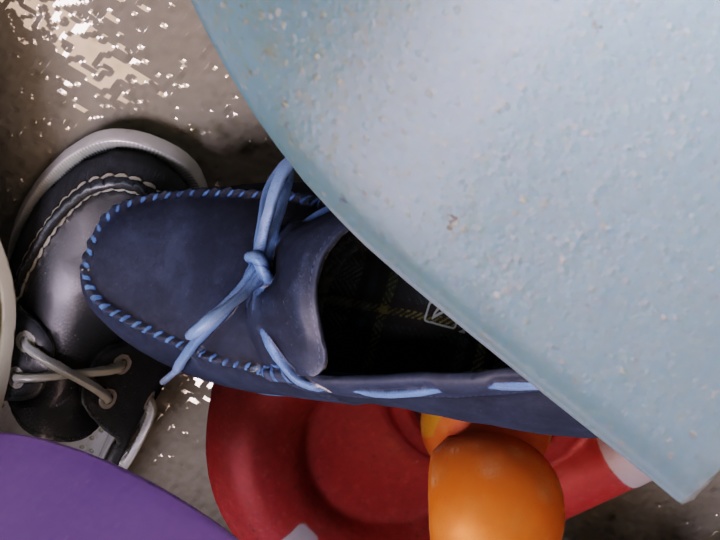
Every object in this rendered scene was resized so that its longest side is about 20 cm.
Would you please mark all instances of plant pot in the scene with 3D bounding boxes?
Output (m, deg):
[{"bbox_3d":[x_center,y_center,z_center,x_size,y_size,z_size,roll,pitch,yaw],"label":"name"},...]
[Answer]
[{"bbox_3d":[0.067,-0.105,0.572,0.200,0.196,0.196,32,126,-1],"label":"plant pot"}]

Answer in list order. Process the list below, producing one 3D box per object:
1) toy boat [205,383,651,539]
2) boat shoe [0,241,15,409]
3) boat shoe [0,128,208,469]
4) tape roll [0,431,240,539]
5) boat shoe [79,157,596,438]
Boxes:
[{"bbox_3d":[0.040,0.053,0.727,0.200,0.131,0.131,-29,119,25],"label":"toy boat"},{"bbox_3d":[-0.159,-0.010,0.726,0.072,0.068,0.200,-16,120,-28],"label":"boat shoe"},{"bbox_3d":[-0.103,0.041,0.778,0.076,0.060,0.200,17,127,-5],"label":"boat shoe"},{"bbox_3d":[-0.093,0.152,0.699,0.200,0.085,0.200,20,137,20],"label":"tape roll"},{"bbox_3d":[0.000,0.000,0.664,0.200,0.084,0.069,3,168,24],"label":"boat shoe"}]
